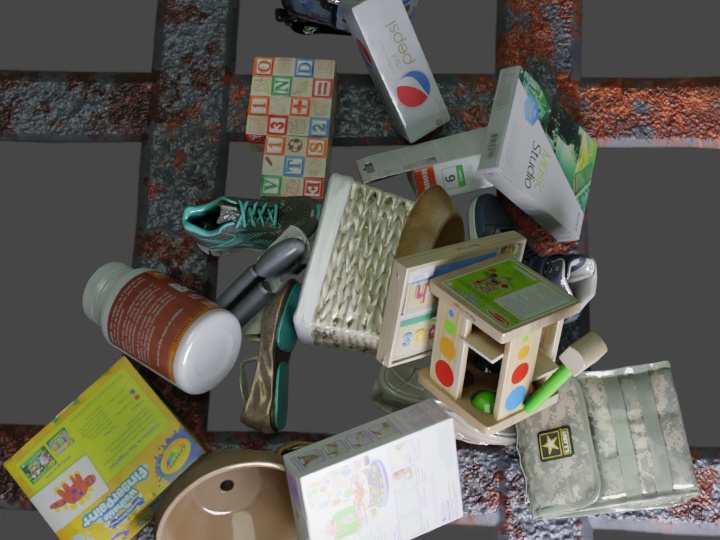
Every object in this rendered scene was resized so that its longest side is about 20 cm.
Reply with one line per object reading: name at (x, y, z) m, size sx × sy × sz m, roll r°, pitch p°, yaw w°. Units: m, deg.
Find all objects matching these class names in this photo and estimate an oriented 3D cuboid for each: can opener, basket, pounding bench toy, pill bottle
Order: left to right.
pill bottle at (-0.255, 0.065, 1.344) m, size 0.198 × 0.112 × 0.113 m, roll 26°, pitch 76°, yaw 30°
can opener at (-0.138, 0.017, 1.353) m, size 0.200 × 0.066 × 0.053 m, roll -45°, pitch 61°, yaw 25°
basket at (0.000, 0.000, 1.352) m, size 0.122 × 0.136 × 0.203 m, roll 13°, pitch 76°, yaw 5°
pounding bench toy at (0.177, 0.107, 1.205) m, size 0.123 × 0.158 × 0.199 m, roll -18°, pitch 37°, yaw -34°

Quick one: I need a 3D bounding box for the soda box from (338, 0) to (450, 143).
soda box at (0.047, -0.274, 1.406) m, size 0.068 × 0.064 × 0.202 m, roll -30°, pitch 117°, yaw -6°

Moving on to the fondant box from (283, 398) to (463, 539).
fondant box at (0.018, 0.253, 1.247) m, size 0.198 × 0.146 × 0.058 m, roll -18°, pitch 27°, yaw -21°

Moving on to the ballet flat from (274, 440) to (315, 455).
ballet flat at (-0.014, 0.248, 1.316) m, size 0.197 × 0.063 × 0.070 m, roll 4°, pitch 73°, yaw 4°

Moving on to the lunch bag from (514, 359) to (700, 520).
lunch bag at (0.283, 0.206, 1.279) m, size 0.197 × 0.118 × 0.166 m, roll -7°, pitch 70°, yaw 0°

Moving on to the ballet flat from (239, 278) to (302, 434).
ballet flat at (-0.120, 0.106, 1.366) m, size 0.066 × 0.068 × 0.203 m, roll 3°, pitch 72°, yaw 19°

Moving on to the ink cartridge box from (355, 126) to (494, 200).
ink cartridge box at (0.098, -0.132, 1.396) m, size 0.197 × 0.109 × 0.051 m, roll -14°, pitch 113°, yaw 0°

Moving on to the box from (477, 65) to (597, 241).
box at (0.229, -0.144, 1.354) m, size 0.036 × 0.199 × 0.146 m, roll -3°, pitch 64°, yaw 42°

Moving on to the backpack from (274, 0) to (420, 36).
backpack at (0.000, -0.420, 1.474) m, size 0.188 × 0.154 × 0.202 m, roll 21°, pitch 73°, yaw -1°

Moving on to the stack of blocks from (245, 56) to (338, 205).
stack of blocks at (-0.095, -0.184, 1.451) m, size 0.113 × 0.059 × 0.203 m, roll 3°, pitch 74°, yaw 5°

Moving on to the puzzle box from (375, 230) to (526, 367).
puzzle box at (0.109, 0.033, 1.263) m, size 0.198 × 0.135 × 0.025 m, roll -14°, pitch 36°, yaw -37°

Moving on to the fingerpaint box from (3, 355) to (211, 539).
fingerpaint box at (-0.311, 0.240, 1.333) m, size 0.200 × 0.073 × 0.167 m, roll -43°, pitch 75°, yaw -8°

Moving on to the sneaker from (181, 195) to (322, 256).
sneaker at (-0.145, -0.062, 1.374) m, size 0.197 × 0.091 × 0.079 m, roll -9°, pitch 72°, yaw 23°

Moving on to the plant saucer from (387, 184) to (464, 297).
plant saucer at (0.088, -0.003, 1.310) m, size 0.035 × 0.200 × 0.203 m, roll 14°, pitch 74°, yaw 21°

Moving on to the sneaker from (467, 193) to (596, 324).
sneaker at (0.217, -0.022, 1.335) m, size 0.076 × 0.146 × 0.205 m, roll -9°, pitch 75°, yaw -37°

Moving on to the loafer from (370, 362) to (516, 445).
loafer at (0.108, 0.173, 1.337) m, size 0.198 × 0.063 × 0.072 m, roll 22°, pitch 48°, yaw -6°

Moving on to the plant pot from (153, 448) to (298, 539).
plant pot at (-0.152, 0.284, 1.279) m, size 0.199 × 0.203 × 0.093 m, roll -25°, pitch 32°, yaw -4°
